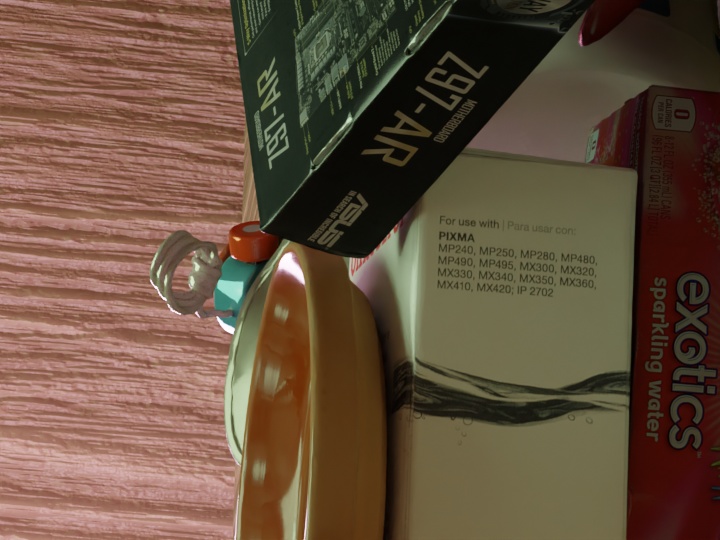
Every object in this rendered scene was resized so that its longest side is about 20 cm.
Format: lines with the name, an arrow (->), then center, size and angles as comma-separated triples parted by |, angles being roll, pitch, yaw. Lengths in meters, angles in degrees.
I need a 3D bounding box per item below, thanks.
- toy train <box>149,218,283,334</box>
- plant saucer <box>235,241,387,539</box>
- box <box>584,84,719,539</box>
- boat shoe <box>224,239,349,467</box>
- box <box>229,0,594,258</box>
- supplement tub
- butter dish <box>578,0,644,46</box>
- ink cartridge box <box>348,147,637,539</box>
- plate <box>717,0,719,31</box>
toy train -> -0.032, -0.055, 1.355 | 0.056, 0.150, 0.200 | 17, 71, 44
plant saucer -> -0.019, 0.091, 1.079 | 0.200, 0.032, 0.201 | -175, 90, -81
box -> 0.135, 0.040, 1.096 | 0.095, 0.099, 0.201 | 145, 130, -78
boat shoe -> 0.000, 0.000, 1.313 | 0.073, 0.063, 0.201 | 10, 79, 45
box -> 0.012, -0.129, 1.038 | 0.160, 0.043, 0.200 | -49, 37, 38
supplement tub -> 0.078, -0.129, 1.263 | 0.145, 0.144, 0.200 | 106, 165, -55
butter dish -> 0.099, -0.214, 1.111 | 0.199, 0.148, 0.200 | -45, -20, -57
ink cartridge box -> 0.042, 0.068, 1.080 | 0.145, 0.084, 0.201 | 136, 137, -76
plate -> 0.164, -0.032, 0.910 | 0.200, 0.032, 0.200 | 163, 104, -65
